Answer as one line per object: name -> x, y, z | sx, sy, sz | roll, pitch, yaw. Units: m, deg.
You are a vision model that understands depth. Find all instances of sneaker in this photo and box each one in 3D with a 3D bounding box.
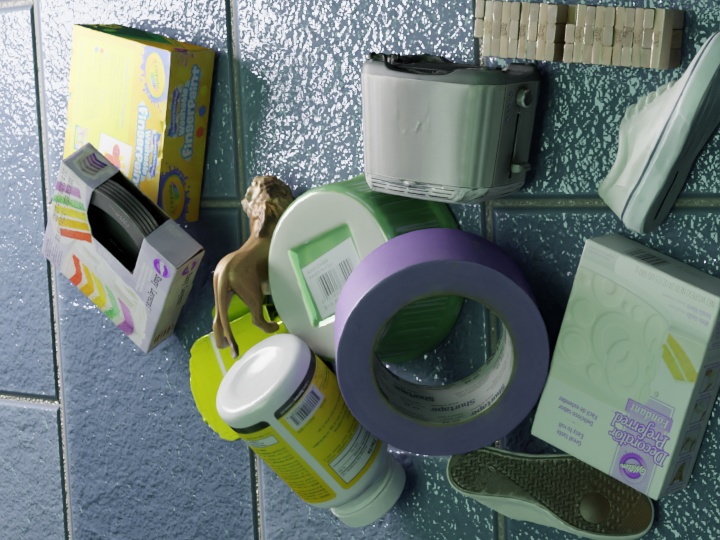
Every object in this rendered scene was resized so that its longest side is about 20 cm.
sneaker -> 0.186, 0.210, 1.541 | 0.199, 0.085, 0.073 | 15, 78, 18
sneaker -> 0.266, -0.129, 1.414 | 0.071, 0.073, 0.201 | 39, 119, 25

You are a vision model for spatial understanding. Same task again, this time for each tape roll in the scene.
tape roll -> 0.074, 0.067, 1.518 | 0.199, 0.085, 0.201 | -1, 111, -3

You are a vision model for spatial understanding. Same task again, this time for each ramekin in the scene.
ramekin -> 0.000, 0.000, 1.632 | 0.199, 0.098, 0.201 | 6, 99, 38

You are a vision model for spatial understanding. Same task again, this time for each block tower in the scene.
block tower -> 0.201, -0.216, 1.468 | 0.199, 0.058, 0.054 | 12, 103, 40

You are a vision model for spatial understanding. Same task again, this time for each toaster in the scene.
toaster -> 0.076, -0.138, 1.543 | 0.199, 0.113, 0.130 | 11, 105, 36

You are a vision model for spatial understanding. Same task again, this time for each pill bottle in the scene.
pill bottle -> -0.045, 0.167, 1.631 | 0.112, 0.113, 0.200 | -16, 126, 39

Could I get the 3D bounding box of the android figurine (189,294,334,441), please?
android figurine -> -0.117, 0.114, 1.781 | 0.200, 0.041, 0.183 | -30, 78, 37

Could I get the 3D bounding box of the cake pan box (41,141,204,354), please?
cake pan box -> -0.271, -0.024, 1.814 | 0.184, 0.052, 0.200 | 42, 144, 8

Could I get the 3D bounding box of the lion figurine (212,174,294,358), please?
lion figurine -> -0.110, -0.008, 1.683 | 0.072, 0.200, 0.123 | -2, 120, 17

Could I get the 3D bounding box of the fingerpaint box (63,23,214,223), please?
fingerpaint box -> -0.255, -0.168, 1.834 | 0.166, 0.073, 0.201 | 19, 110, 37

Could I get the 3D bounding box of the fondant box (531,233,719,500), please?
fondant box -> 0.251, 0.086, 1.465 | 0.144, 0.058, 0.201 | 26, 113, 34
